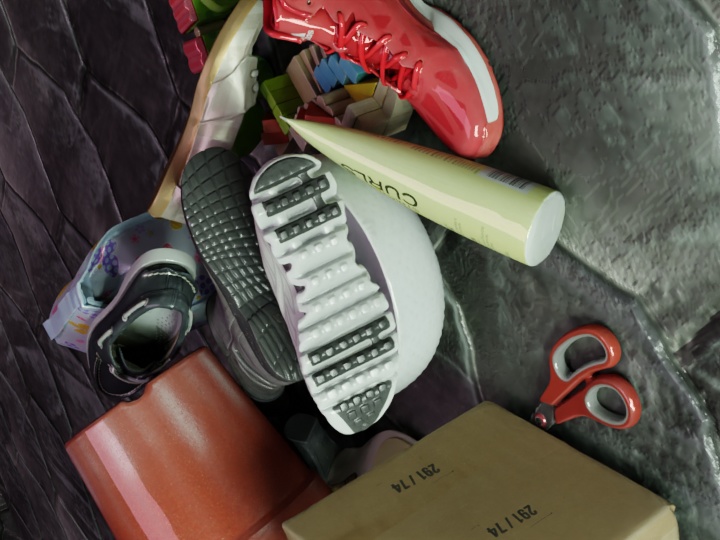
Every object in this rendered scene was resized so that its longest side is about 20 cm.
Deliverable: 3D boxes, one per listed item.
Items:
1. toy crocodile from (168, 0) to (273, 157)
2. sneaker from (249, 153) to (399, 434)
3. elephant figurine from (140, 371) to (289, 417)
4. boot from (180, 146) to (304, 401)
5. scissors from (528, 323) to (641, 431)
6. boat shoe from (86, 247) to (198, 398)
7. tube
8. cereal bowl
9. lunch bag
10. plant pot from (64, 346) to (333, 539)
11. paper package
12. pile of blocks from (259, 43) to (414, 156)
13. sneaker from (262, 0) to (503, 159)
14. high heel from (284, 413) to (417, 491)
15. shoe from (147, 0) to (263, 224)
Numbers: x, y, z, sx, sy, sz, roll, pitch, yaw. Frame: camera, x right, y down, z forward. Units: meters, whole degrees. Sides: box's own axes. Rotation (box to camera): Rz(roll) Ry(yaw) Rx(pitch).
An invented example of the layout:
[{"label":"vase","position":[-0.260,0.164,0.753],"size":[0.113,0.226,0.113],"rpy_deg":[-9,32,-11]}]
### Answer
[{"label":"toy crocodile","position":[-0.128,-0.197,0.995],"size":[0.067,0.061,0.202],"rpy_deg":[-10,101,60]},{"label":"sneaker","position":[-0.029,0.016,0.817],"size":[0.081,0.075,0.202],"rpy_deg":[-177,69,-71]},{"label":"elephant figurine","position":[-0.136,0.169,1.162],"size":[0.142,0.154,0.201],"rpy_deg":[53,156,39]},{"label":"boot","position":[-0.106,0.011,0.935],"size":[0.202,0.069,0.132],"rpy_deg":[70,157,4]},{"label":"scissors","position":[0.133,0.094,0.819],"size":[0.074,0.014,0.200],"rpy_deg":[61,151,7]},{"label":"boat shoe","position":[-0.195,0.062,0.996],"size":[0.201,0.075,0.061],"rpy_deg":[120,153,-46]},{"label":"tube","position":[0.040,-0.061,0.772],"size":[0.199,0.052,0.058],"rpy_deg":[25,139,28]},{"label":"cereal bowl","position":[0.000,0.000,0.898],"size":[0.200,0.083,0.202],"rpy_deg":[38,140,42]},{"label":"lunch bag","position":[-0.200,0.015,1.120],"size":[0.128,0.199,0.169],"rpy_deg":[64,150,6]},{"label":"plant pot","position":[-0.138,0.185,0.985],"size":[0.196,0.200,0.201],"rpy_deg":[55,150,0]},{"label":"paper package","position":[0.080,0.201,0.773],"size":[0.190,0.199,0.104],"rpy_deg":[27,135,46]},{"label":"pile of blocks","position":[-0.035,-0.132,0.888],"size":[0.199,0.062,0.083],"rpy_deg":[0,109,58]},{"label":"sneaker","position":[0.002,-0.145,0.763],"size":[0.201,0.115,0.079],"rpy_deg":[56,149,19]},{"label":"high heel","position":[0.032,0.201,1.036],"size":[0.199,0.072,0.143],"rpy_deg":[21,156,33]},{"label":"shoe","position":[-0.114,-0.128,0.940],"size":[0.070,0.053,0.201],"rpy_deg":[-95,29,-71]}]
